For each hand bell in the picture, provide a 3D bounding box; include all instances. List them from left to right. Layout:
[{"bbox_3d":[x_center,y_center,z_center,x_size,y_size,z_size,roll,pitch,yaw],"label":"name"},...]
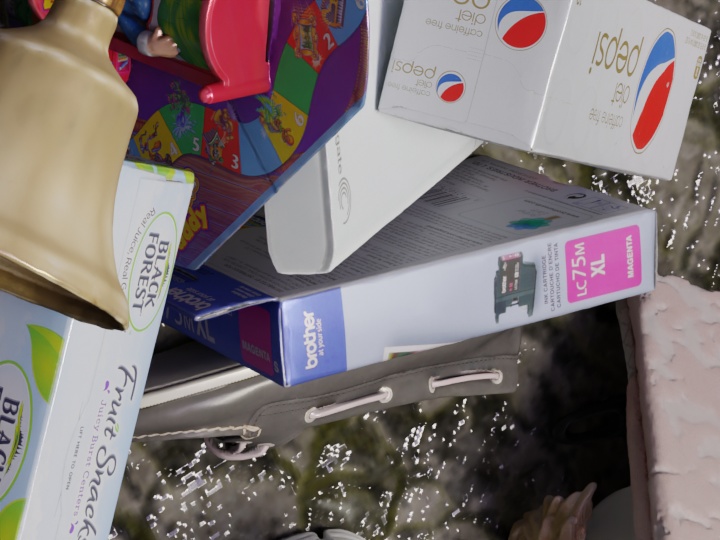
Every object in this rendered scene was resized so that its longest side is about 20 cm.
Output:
[{"bbox_3d":[-0.080,-0.093,0.811,0.104,0.104,0.201,29,79,-32],"label":"hand bell"}]

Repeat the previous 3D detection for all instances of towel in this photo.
[{"bbox_3d":[0.199,0.097,1.076,0.199,0.191,0.032,18,130,-16],"label":"towel"}]

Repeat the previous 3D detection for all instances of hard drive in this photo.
[{"bbox_3d":[0.006,-0.089,0.963,0.200,0.027,0.133,-40,128,-65],"label":"hard drive"}]

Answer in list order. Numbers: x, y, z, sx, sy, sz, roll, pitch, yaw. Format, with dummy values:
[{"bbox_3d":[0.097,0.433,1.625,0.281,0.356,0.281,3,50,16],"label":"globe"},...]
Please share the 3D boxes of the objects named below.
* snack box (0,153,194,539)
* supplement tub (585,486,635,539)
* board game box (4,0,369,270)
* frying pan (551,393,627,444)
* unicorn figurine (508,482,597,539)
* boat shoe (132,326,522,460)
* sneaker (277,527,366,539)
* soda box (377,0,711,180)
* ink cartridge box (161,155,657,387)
[{"bbox_3d":[-0.146,0.046,0.903,0.053,0.142,0.201,8,97,-56],"label":"snack box"},{"bbox_3d":[0.203,0.155,1.144,0.199,0.132,0.133,2,99,-30],"label":"supplement tub"},{"bbox_3d":[-0.077,-0.090,0.880,0.039,0.200,0.158,-17,74,-40],"label":"board game box"},{"bbox_3d":[0.182,0.059,1.170,0.190,0.031,0.115,-34,111,-8],"label":"frying pan"},{"bbox_3d":[0.080,0.195,1.095,0.074,0.137,0.201,17,77,-23],"label":"unicorn figurine"},{"bbox_3d":[-0.015,0.047,1.030,0.199,0.067,0.057,-17,104,-31],"label":"boat shoe"},{"bbox_3d":[-0.057,0.164,1.015,0.199,0.090,0.078,-26,114,-22],"label":"sneaker"},{"bbox_3d":[0.076,-0.078,0.998,0.200,0.063,0.068,3,102,-68],"label":"soda box"},{"bbox_3d":[0.000,0.000,0.996,0.199,0.119,0.042,-11,108,-29],"label":"ink cartridge box"}]
